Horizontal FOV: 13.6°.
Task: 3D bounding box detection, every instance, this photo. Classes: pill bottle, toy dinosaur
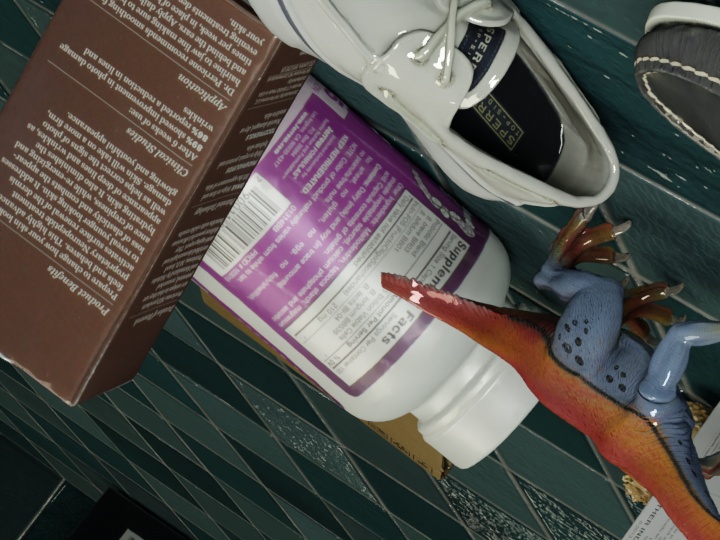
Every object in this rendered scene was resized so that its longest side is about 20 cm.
[{"bbox_3d":[0.000,0.000,1.435,0.200,0.112,0.112,41,168,-8],"label":"pill bottle"},{"bbox_3d":[0.113,0.067,1.241,0.182,0.199,0.105,-88,-24,-47],"label":"toy dinosaur"}]

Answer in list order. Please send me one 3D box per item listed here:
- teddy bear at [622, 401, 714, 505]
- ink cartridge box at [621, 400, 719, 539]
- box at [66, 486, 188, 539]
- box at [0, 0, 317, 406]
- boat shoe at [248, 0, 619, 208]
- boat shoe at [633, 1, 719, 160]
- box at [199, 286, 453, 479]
[{"bbox_3d":[0.205,0.135,1.473,0.200,0.067,0.145,45,159,1],"label":"teddy bear"},{"bbox_3d":[0.199,0.130,1.263,0.076,0.137,0.200,42,168,-24],"label":"ink cartridge box"},{"bbox_3d":[-0.223,0.377,3.476,0.196,0.118,0.200,31,165,32],"label":"box"},{"bbox_3d":[-0.106,-0.051,1.344,0.100,0.201,0.075,36,-163,13],"label":"box"},{"bbox_3d":[0.030,-0.084,1.139,0.066,0.072,0.200,18,158,48],"label":"boat shoe"},{"bbox_3d":[0.164,-0.020,0.995,0.200,0.060,0.074,34,168,20],"label":"boat shoe"},{"bbox_3d":[-0.021,0.051,1.900,0.200,0.021,0.164,37,168,10],"label":"box"}]
